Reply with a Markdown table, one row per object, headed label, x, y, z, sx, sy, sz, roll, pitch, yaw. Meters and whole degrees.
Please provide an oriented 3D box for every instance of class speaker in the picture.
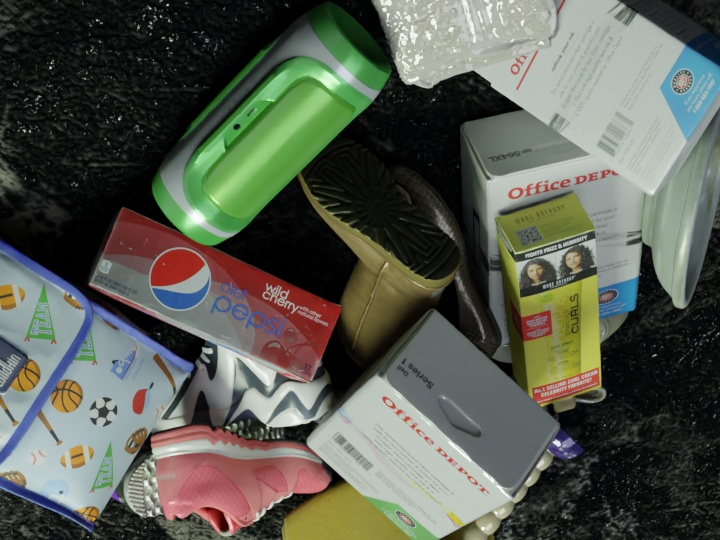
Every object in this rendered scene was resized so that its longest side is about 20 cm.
| label | x | y | z | sx | sy | sz | roll | pitch | yaw |
| --- | --- | --- | --- | --- | --- | --- | --- | --- | --- |
| speaker | -0.070 | -0.111 | 1.026 | 0.200 | 0.089 | 0.088 | -42 | 131 | 19 |

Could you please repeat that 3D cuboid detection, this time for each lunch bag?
| label | x | y | z | sx | sy | sz | roll | pitch | yaw |
| --- | --- | --- | --- | --- | --- | --- | --- | --- | --- |
| lunch bag | -0.263 | 0.090 | 1.080 | 0.200 | 0.123 | 0.171 | 39 | 80 | -35 |

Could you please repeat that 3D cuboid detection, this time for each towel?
| label | x | y | z | sx | sy | sz | roll | pitch | yaw |
| --- | --- | --- | --- | --- | --- | --- | --- | --- | --- |
| towel | 0.062 | -0.232 | 0.964 | 0.131 | 0.035 | 0.201 | -16 | 125 | 14 |

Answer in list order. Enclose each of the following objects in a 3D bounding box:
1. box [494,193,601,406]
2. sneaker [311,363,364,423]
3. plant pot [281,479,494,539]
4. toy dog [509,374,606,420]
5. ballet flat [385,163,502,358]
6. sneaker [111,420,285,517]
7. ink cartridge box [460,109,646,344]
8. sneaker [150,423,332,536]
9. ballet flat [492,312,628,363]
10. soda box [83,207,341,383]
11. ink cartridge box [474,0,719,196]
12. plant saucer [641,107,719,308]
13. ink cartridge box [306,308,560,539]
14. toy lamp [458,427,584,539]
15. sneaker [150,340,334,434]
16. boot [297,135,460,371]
| label | x | y | z | sx | sy | sz | roll | pitch | yaw |
| --- | --- | --- | --- | --- | --- | --- | --- | --- | --- |
| box | 0.163 | 0.031 | 1.142 | 0.074 | 0.050 | 0.201 | -16 | 135 | -5 |
| sneaker | 0.011 | 0.110 | 1.270 | 0.199 | 0.067 | 0.091 | 24 | 112 | -35 |
| plant pot | 0.029 | 0.285 | 1.307 | 0.197 | 0.197 | 0.196 | -9 | 170 | -2 |
| toy dog | 0.167 | 0.157 | 1.295 | 0.131 | 0.097 | 0.200 | -19 | 156 | 21 |
| ballet flat | 0.064 | 0.001 | 1.151 | 0.046 | 0.067 | 0.201 | -40 | 116 | -30 |
| sneaker | -0.164 | 0.167 | 1.253 | 0.199 | 0.099 | 0.071 | -13 | 103 | -44 |
| ink cartridge box | 0.168 | -0.044 | 1.170 | 0.144 | 0.085 | 0.201 | -13 | 134 | -8 |
| sneaker | -0.106 | 0.192 | 1.176 | 0.073 | 0.088 | 0.199 | -17 | 156 | 41 |
| ballet flat | 0.179 | 0.061 | 1.282 | 0.198 | 0.070 | 0.070 | -2 | 131 | -19 |
| soda box | -0.120 | 0.021 | 1.084 | 0.198 | 0.063 | 0.071 | 25 | 81 | -15 |
| ink cartridge box | 0.183 | -0.167 | 1.036 | 0.067 | 0.199 | 0.116 | -32 | 155 | -53 |
| plant saucer | 0.279 | -0.071 | 1.147 | 0.050 | 0.201 | 0.202 | 13 | 135 | 18 |
| ink cartridge box | 0.056 | 0.138 | 1.121 | 0.084 | 0.145 | 0.200 | -48 | 179 | -30 |
| toy lamp | 0.118 | 0.221 | 1.189 | 0.200 | 0.058 | 0.058 | -48 | 131 | 0 |
| sneaker | -0.126 | 0.073 | 1.184 | 0.197 | 0.079 | 0.131 | -6 | 101 | 29 |
| boot | 0.000 | 0.000 | 1.145 | 0.066 | 0.175 | 0.201 | -35 | 163 | -25 |
